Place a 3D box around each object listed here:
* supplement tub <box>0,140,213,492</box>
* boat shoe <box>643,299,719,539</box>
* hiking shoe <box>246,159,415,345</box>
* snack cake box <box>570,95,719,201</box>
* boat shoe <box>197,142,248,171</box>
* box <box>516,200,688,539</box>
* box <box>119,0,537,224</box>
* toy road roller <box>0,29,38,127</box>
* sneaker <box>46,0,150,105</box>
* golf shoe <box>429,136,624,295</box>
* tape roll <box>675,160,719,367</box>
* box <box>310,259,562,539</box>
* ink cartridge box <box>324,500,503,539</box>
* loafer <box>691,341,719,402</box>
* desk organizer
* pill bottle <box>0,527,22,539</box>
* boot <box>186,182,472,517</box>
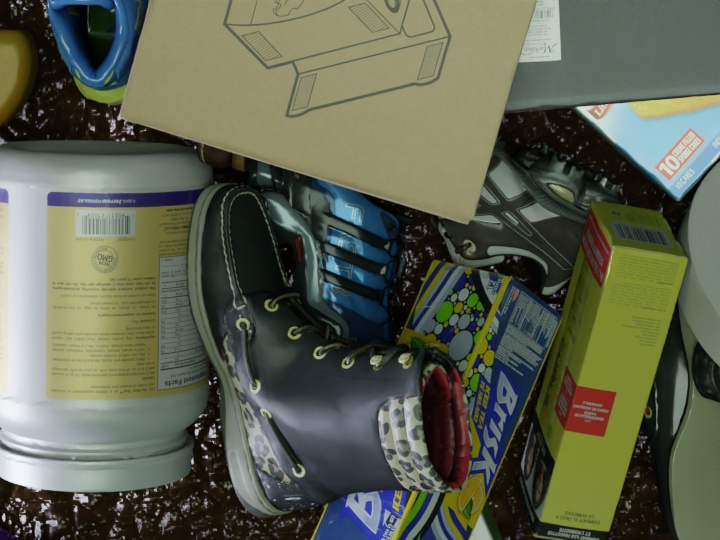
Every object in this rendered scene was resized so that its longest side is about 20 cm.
[{"bbox_3d":[-0.163,0.024,1.207,0.144,0.145,0.202,2,98,3],"label":"supplement tub"},{"bbox_3d":[0.212,0.080,1.240,0.073,0.063,0.203,-7,100,-27],"label":"boat shoe"},{"bbox_3d":[0.000,0.000,1.231,0.086,0.074,0.201,-23,96,6],"label":"hiking shoe"},{"bbox_3d":[0.216,-0.157,1.205,0.115,0.067,0.200,41,97,-3],"label":"snack cake box"},{"bbox_3d":[-0.090,-0.156,1.196,0.070,0.070,0.202,5,69,-4],"label":"boat shoe"},{"bbox_3d":[0.146,0.064,1.206,0.050,0.075,0.201,9,114,-9],"label":"box"},{"bbox_3d":[-0.012,-0.132,1.041,0.199,0.021,0.165,17,99,1],"label":"box"},{"bbox_3d":[-0.274,-0.089,1.212,0.145,0.123,0.202,0,97,-4],"label":"toy road roller"},{"bbox_3d":[-0.152,-0.201,1.198,0.075,0.105,0.202,-2,98,3],"label":"sneaker"},{"bbox_3d":[0.062,-0.050,1.210,0.199,0.078,0.095,25,102,-11],"label":"golf shoe"},{"bbox_3d":[0.287,0.004,1.172,0.201,0.204,0.037,16,141,1],"label":"tape roll"},{"bbox_3d":[0.046,0.100,1.198,0.064,0.070,0.201,35,75,-41],"label":"box"},{"bbox_3d":[0.044,0.197,1.262,0.103,0.059,0.201,-22,95,7],"label":"ink cartridge box"},{"bbox_3d":[0.302,0.050,1.198,0.198,0.072,0.073,-9,102,-13],"label":"loafer"},{"bbox_3d":[0.150,-0.134,1.139,0.198,0.077,0.072,-4,97,4],"label":"desk organizer"},{"bbox_3d":[-0.203,0.246,1.255,0.199,0.112,0.113,30,98,-1],"label":"pill bottle"},{"bbox_3d":[-0.017,0.042,1.149,0.153,0.073,0.205,-7,95,37],"label":"boot"}]
